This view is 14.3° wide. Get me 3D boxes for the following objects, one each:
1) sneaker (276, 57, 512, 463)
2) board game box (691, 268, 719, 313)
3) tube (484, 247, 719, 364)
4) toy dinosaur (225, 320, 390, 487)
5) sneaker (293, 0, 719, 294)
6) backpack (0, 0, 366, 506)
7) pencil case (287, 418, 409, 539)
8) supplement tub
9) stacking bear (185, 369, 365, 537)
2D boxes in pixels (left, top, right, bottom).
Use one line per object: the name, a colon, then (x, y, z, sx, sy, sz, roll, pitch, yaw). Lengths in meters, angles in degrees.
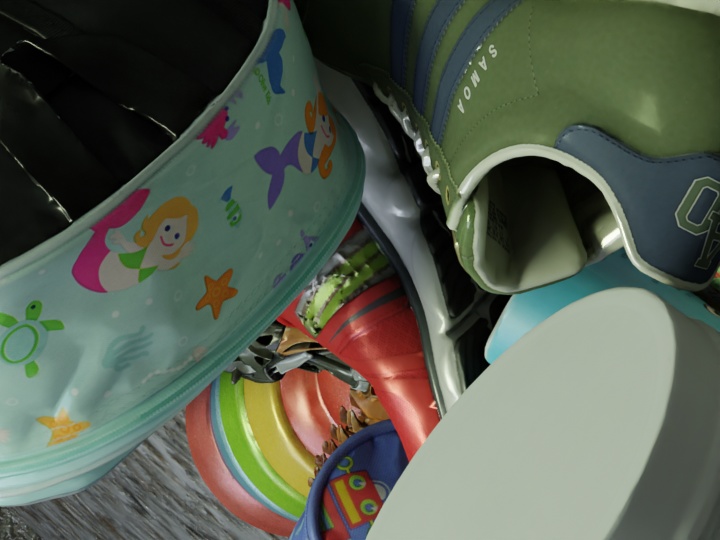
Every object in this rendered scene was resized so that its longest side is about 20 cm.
sneaker: (0.000, 0.000, 0.885, 0.077, 0.085, 0.200, -14, -100, -61)
board game box: (0.143, 0.016, 0.803, 0.200, 0.034, 0.134, 50, 164, -27)
tube: (0.130, 0.060, 0.815, 0.200, 0.050, 0.077, 34, 164, 12)
toy dinosaur: (-0.006, 0.008, 0.977, 0.135, 0.200, 0.102, 15, -154, 7)
sneaker: (0.035, -0.040, 0.750, 0.067, 0.090, 0.200, 17, 175, -34)
backpack: (-0.101, -0.027, 0.796, 0.200, 0.178, 0.151, 21, 147, 44)
pencil case: (0.009, 0.114, 1.039, 0.078, 0.087, 0.200, 52, 161, 11)
supplement tub: (0.107, 0.110, 0.706, 0.200, 0.145, 0.145, 37, 169, -18)
stacking bear: (0.004, 0.044, 1.136, 0.121, 0.114, 0.200, 43, 162, -5)
